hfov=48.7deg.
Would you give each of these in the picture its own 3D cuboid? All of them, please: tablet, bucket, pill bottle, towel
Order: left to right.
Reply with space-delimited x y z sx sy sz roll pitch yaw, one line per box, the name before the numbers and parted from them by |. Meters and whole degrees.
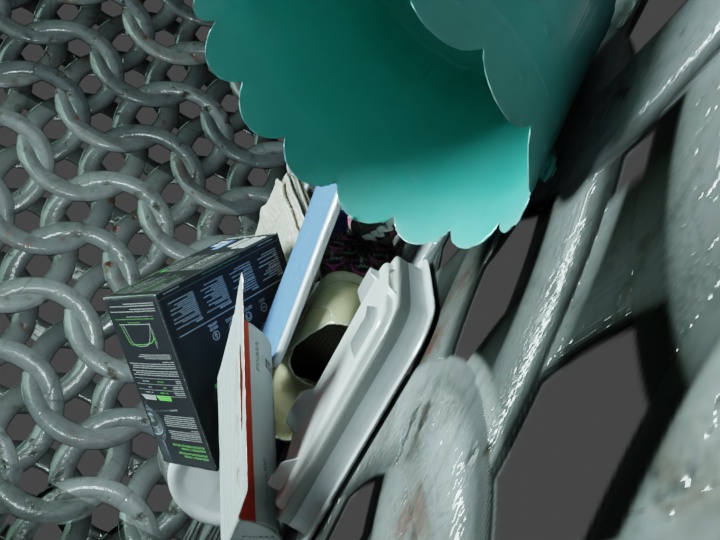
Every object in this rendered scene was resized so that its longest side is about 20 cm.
pill bottle | -0.149 0.203 0.967 0.116 0.115 0.200 -60 4 22
towel | -0.093 -0.003 0.927 0.133 0.034 0.201 66 146 39
tablet | -0.051 -0.014 0.752 0.130 0.014 0.202 -155 85 -77
bucket | 0.030 -0.127 0.432 0.135 0.206 0.207 -53 1 -23

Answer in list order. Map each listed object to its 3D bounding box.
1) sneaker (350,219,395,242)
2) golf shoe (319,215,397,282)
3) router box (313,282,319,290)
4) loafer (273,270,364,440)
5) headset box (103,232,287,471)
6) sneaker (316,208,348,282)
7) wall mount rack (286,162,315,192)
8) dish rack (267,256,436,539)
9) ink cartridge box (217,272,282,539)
sneaker | 0.030 -0.099 0.727 0.067 0.090 0.200 -53 6 -36
golf shoe | 0.000 0.000 0.842 0.200 0.072 0.093 -55 -21 -68
router box | -0.058 0.046 1.246 0.202 0.052 0.157 -64 5 -17
loafer | -0.049 0.092 0.752 0.069 0.075 0.201 -82 15 -60
headset box | -0.143 0.086 0.835 0.092 0.202 0.174 -4 19 41
sneaker | -0.011 -0.057 0.991 0.200 0.070 0.078 -38 -16 -36
wall mount rack | -0.018 -0.087 1.070 0.175 0.199 0.075 -59 40 18
dish rack | -0.011 0.084 0.596 0.201 0.043 0.172 -61 5 15
ink cartridge box | -0.081 0.121 0.620 0.200 0.056 0.164 121 148 -55
